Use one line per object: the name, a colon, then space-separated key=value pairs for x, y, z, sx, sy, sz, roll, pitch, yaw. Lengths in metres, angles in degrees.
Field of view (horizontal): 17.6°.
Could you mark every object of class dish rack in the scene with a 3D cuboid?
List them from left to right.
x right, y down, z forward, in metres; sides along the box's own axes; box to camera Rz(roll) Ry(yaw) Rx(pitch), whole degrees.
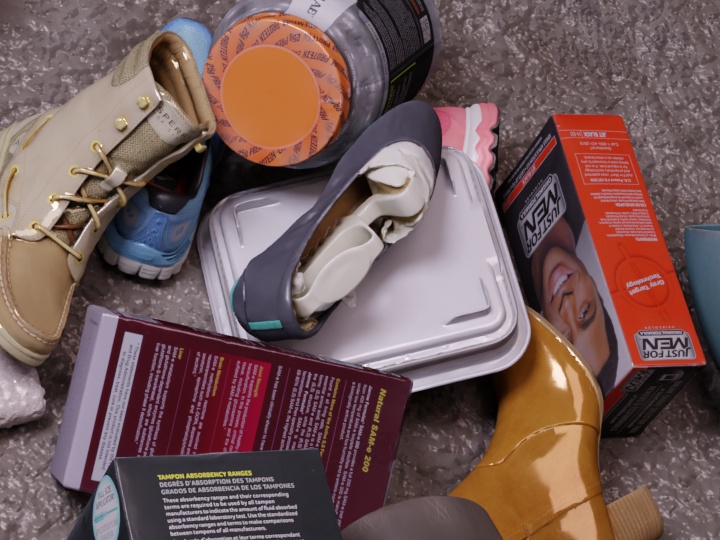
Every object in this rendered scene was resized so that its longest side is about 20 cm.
dish rack: x=0.000 y=0.000 z=1.505 sx=0.199 sy=0.044 sz=0.173 roll=-13 pitch=61 yaw=-5

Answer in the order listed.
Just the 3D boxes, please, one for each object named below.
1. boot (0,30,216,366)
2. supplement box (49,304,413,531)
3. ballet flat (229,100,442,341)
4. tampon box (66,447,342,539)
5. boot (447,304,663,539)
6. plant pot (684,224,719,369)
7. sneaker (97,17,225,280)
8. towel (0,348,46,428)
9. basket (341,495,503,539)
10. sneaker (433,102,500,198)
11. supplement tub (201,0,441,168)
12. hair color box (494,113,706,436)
boot: x=-0.163 y=-0.048 z=1.423 sx=0.073 sy=0.155 sz=0.201 roll=43 pitch=30 yaw=-32
supplement box: x=-0.078 y=0.095 z=1.411 sx=0.199 sy=0.061 sz=0.110 roll=14 pitch=90 yaw=-16
ballet flat: x=0.002 y=-0.029 z=1.450 sx=0.073 sy=0.073 sz=0.200 roll=40 pitch=67 yaw=6
tampon box: x=-0.081 y=0.219 z=1.264 sx=0.125 sy=0.150 sz=0.201 roll=0 pitch=58 yaw=-26
boot: x=0.097 y=0.123 z=1.497 sx=0.144 sy=0.071 sz=0.202 roll=-23 pitch=74 yaw=-35
plant pot: x=0.322 y=0.040 z=1.602 sx=0.199 sy=0.200 sz=0.136 roll=-1 pitch=94 yaw=-25
sneaker: x=-0.117 y=-0.092 z=1.532 sx=0.078 sy=0.090 sz=0.201 roll=16 pitch=52 yaw=-14
towel: x=-0.280 y=0.015 z=1.420 sx=0.132 sy=0.035 sz=0.201 roll=-11 pitch=63 yaw=-29
basket: x=0.052 y=0.245 z=1.350 sx=0.136 sy=0.180 sz=0.201 roll=43 pitch=22 yaw=-51
sneaker: x=0.044 y=-0.031 z=1.592 sx=0.086 sy=0.074 sz=0.201 roll=7 pitch=54 yaw=6
supplement tub: x=-0.027 y=-0.141 z=1.544 sx=0.122 sy=0.123 sz=0.200 roll=37 pitch=24 yaw=3
hair color box: x=0.161 y=0.003 z=1.588 sx=0.061 sy=0.102 sz=0.201 roll=-1 pitch=58 yaw=-26
